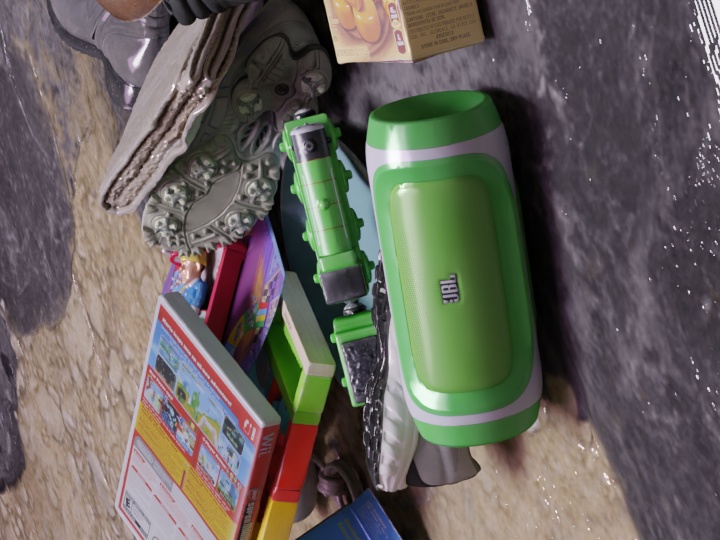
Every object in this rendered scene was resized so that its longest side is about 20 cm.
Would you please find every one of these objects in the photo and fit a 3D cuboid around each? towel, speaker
[{"bbox_3d":[-0.118,-0.128,1.745,0.200,0.034,0.133,-44,22,59],"label":"towel"},{"bbox_3d":[0.056,-0.001,1.544,0.088,0.088,0.201,23,126,62],"label":"speaker"}]

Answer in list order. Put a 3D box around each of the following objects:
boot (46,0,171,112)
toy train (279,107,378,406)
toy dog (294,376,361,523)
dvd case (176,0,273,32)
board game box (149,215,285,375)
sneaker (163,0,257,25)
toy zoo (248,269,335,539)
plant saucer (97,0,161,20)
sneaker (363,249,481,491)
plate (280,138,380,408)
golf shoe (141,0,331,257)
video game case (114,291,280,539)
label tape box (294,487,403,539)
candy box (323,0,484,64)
[{"bbox_3d":[-0.182,-0.221,1.985,0.200,0.070,0.132,46,140,46],"label":"boot"},{"bbox_3d":[-0.013,-0.007,1.685,0.056,0.042,0.201,-65,-39,-83],"label":"toy train"},{"bbox_3d":[-0.074,0.108,1.911,0.132,0.096,0.201,21,124,62],"label":"toy dog"},{"bbox_3d":[-0.095,-0.179,1.867,0.143,0.017,0.200,55,151,39],"label":"dvd case"},{"bbox_3d":[-0.119,0.018,1.846,0.158,0.039,0.200,-55,29,25],"label":"board game box"},{"bbox_3d":[-0.079,-0.205,1.624,0.200,0.099,0.071,-76,-29,-73],"label":"sneaker"},{"bbox_3d":[-0.063,0.117,1.794,0.131,0.020,0.201,-116,37,-59],"label":"toy zoo"},{"bbox_3d":[-0.168,-0.279,1.848,0.200,0.037,0.201,-13,75,60],"label":"plant saucer"},{"bbox_3d":[0.047,0.040,1.635,0.074,0.079,0.201,-131,45,-78],"label":"sneaker"},{"bbox_3d":[0.000,0.000,1.761,0.200,0.025,0.201,49,148,46],"label":"plate"},{"bbox_3d":[-0.085,-0.098,1.784,0.200,0.078,0.097,-52,28,28],"label":"golf shoe"},{"bbox_3d":[-0.115,0.135,1.798,0.143,0.017,0.200,49,138,37],"label":"video game case"},{"bbox_3d":[-0.008,0.255,1.872,0.144,0.063,0.200,57,155,9],"label":"label tape box"},{"bbox_3d":[0.008,-0.226,1.549,0.115,0.055,0.201,8,113,67],"label":"candy box"}]
